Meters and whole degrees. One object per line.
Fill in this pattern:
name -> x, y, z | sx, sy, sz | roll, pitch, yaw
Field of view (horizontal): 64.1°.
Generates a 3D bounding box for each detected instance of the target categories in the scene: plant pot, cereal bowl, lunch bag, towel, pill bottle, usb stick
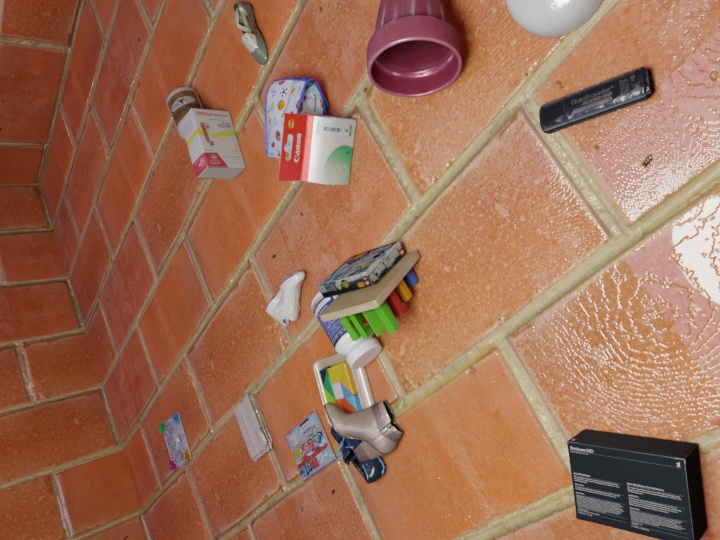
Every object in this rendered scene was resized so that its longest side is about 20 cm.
plant pot -> 0.107, -0.487, 1.172 | 0.197, 0.197, 0.184 | -16, 70, 46
cereal bowl -> 0.329, -0.518, 0.995 | 0.197, 0.082, 0.206 | 9, 103, 44
lunch bag -> -0.169, -0.401, 1.517 | 0.168, 0.122, 0.206 | 16, 115, 45
towel -> -0.364, 0.526, 1.928 | 0.133, 0.034, 0.203 | -45, 64, 40
pill bottle -> -0.567, -0.502, 1.928 | 0.114, 0.113, 0.203 | -44, 65, 40
pill bottle -> -0.034, 0.140, 1.458 | 0.202, 0.114, 0.117 | 56, 131, 25
usb stick -> 0.399, -0.290, 0.991 | 0.197, 0.032, 0.057 | -12, 81, 47

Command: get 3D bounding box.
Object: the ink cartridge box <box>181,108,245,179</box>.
ink cartridge box -> -0.465, -0.399, 1.812 | 0.083, 0.143, 0.205 | -29, 76, 43

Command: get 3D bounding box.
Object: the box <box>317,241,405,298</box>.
box -> 0.000, 0.000, 1.374 | 0.198, 0.137, 0.040 | -17, 111, 51

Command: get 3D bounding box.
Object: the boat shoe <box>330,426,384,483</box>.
boat shoe -> -0.021, 0.477, 1.515 | 0.198, 0.068, 0.086 | 29, 140, 42

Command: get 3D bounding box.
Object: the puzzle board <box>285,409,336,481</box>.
puzzle board -> -0.156, 0.527, 1.719 | 0.200, 0.017, 0.153 | -46, 64, 40

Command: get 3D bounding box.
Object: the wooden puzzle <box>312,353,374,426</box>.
wooden puzzle -> -0.051, 0.321, 1.561 | 0.198, 0.037, 0.190 | -26, 77, 45

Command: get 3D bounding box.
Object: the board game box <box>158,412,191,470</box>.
board game box -> -0.782, 0.720, 2.410 | 0.199, 0.025, 0.204 | -35, 71, 44

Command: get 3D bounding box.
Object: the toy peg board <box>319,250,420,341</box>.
toy peg board -> 0.041, 0.070, 1.342 | 0.198, 0.199, 0.099 | -18, 111, 46

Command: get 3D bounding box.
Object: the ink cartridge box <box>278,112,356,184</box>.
ink cartridge box -> -0.102, -0.294, 1.402 | 0.049, 0.197, 0.165 | 23, 113, 40

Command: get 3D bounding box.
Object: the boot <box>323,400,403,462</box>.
boot -> 0.013, 0.381, 1.460 | 0.146, 0.070, 0.201 | -44, 77, 18

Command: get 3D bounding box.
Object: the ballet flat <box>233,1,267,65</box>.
ballet flat -> -0.328, -0.693, 1.681 | 0.067, 0.063, 0.205 | -30, 75, 44

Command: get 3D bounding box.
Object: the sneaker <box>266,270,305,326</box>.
sneaker -> -0.198, 0.081, 1.672 | 0.100, 0.075, 0.201 | 44, 128, 10

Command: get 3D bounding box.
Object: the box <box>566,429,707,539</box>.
box -> 0.469, 0.363, 0.984 | 0.197, 0.078, 0.145 | -6, 95, 47
